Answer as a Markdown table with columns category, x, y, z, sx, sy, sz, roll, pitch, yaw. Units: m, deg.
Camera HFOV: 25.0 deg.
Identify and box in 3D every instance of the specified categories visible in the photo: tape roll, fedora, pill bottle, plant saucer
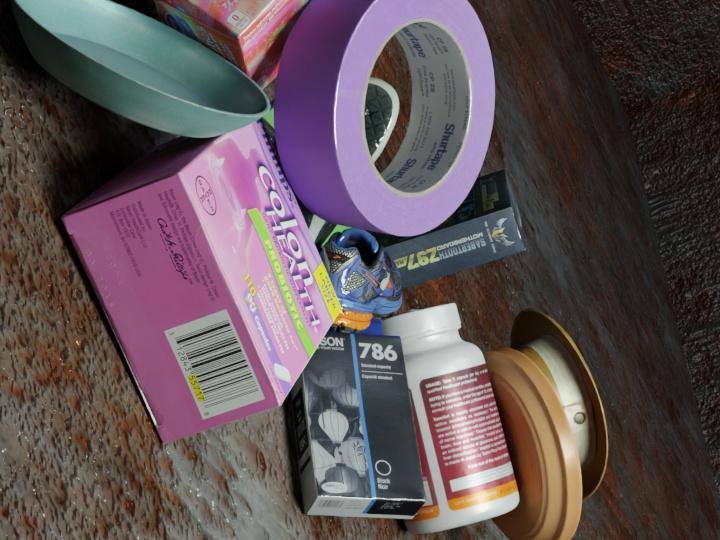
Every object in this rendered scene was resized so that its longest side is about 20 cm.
| category | x | y | z | sx | sy | sz | roll | pitch | yaw |
| --- | --- | --- | --- | --- | --- | --- | --- | --- | --- |
| tape roll | 0.022 | -0.130 | 1.277 | 0.199 | 0.065 | 0.202 | -13 | 107 | -48 |
| fedora | 0.173 | 0.142 | 1.634 | 0.200 | 0.081 | 0.202 | 163 | -90 | -71 |
| pill bottle | 0.074 | 0.137 | 1.529 | 0.113 | 0.112 | 0.201 | -3 | 79 | -72 |
| plant saucer | 0.146 | 0.175 | 1.563 | 0.200 | 0.032 | 0.202 | 42 | -41 | 52 |
| plant saucer | -0.160 | -0.144 | 1.150 | 0.199 | 0.036 | 0.200 | 26 | 16 | -8 |

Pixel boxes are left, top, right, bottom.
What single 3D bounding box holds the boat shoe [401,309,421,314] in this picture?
| category | x | y | z | sx | sy | sz | roll | pitch | yaw |
| --- | --- | --- | --- | --- | --- | --- | --- | --- | --- |
| boat shoe | 0.085 | 0.137 | 1.677 | 0.201 | 0.068 | 0.057 | 62 | 22 | -4 |

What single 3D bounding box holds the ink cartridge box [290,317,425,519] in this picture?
| category | x | y | z | sx | sy | sz | roll | pitch | yaw |
| --- | --- | --- | --- | --- | --- | --- | --- | --- | --- |
| ink cartridge box | -0.008 | 0.111 | 1.373 | 0.099 | 0.039 | 0.201 | 4 | 54 | -21 |

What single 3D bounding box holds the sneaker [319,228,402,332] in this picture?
| category | x | y | z | sx | sy | sz | roll | pitch | yaw |
| --- | --- | --- | --- | --- | --- | --- | --- | --- | --- |
| sneaker | 0.000 | 0.000 | 1.445 | 0.200 | 0.075 | 0.079 | -46 | 147 | -77 |

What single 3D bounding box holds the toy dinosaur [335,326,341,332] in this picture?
| category | x | y | z | sx | sy | sz | roll | pitch | yaw |
| --- | --- | --- | --- | --- | --- | --- | --- | --- | --- |
| toy dinosaur | -0.007 | 0.128 | 1.445 | 0.106 | 0.060 | 0.201 | 155 | -79 | -84 |

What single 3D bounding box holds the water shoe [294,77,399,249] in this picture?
| category | x | y | z | sx | sy | sz | roll | pitch | yaw |
| --- | --- | --- | --- | --- | --- | --- | --- | --- | --- |
| water shoe | -0.035 | -0.079 | 1.382 | 0.071 | 0.200 | 0.079 | 37 | 11 | 6 |

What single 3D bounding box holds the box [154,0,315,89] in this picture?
| category | x | y | z | sx | sy | sz | roll | pitch | yaw |
| --- | --- | --- | --- | --- | --- | --- | --- | --- | --- |
| box | -0.061 | -0.251 | 1.266 | 0.102 | 0.200 | 0.095 | 37 | -17 | 18 |

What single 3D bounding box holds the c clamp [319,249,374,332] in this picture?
| category | x | y | z | sx | sy | sz | roll | pitch | yaw |
| --- | --- | --- | --- | --- | --- | --- | --- | --- | --- |
| c clamp | -0.007 | 0.006 | 1.598 | 0.171 | 0.027 | 0.201 | 47 | 28 | -52 |

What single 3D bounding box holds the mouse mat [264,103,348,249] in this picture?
| category | x | y | z | sx | sy | sz | roll | pitch | yaw |
| --- | --- | --- | --- | --- | --- | --- | --- | --- | --- |
| mouse mat | -0.045 | -0.095 | 1.593 | 0.161 | 0.008 | 0.200 | 58 | 20 | -9 |

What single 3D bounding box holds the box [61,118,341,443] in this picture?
| category | x | y | z | sx | sy | sz | roll | pitch | yaw |
| --- | --- | --- | --- | --- | --- | --- | --- | --- | --- |
| box | -0.107 | -0.002 | 1.183 | 0.200 | 0.096 | 0.177 | -57 | 126 | -69 |

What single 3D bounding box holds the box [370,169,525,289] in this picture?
| category | x | y | z | sx | sy | sz | roll | pitch | yaw |
| --- | --- | --- | --- | --- | --- | --- | --- | --- | --- |
| box | 0.084 | -0.040 | 1.648 | 0.200 | 0.157 | 0.051 | -81 | 152 | -75 |

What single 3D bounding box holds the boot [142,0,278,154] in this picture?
| category | x | y | z | sx | sy | sz | roll | pitch | yaw |
| --- | --- | --- | --- | --- | --- | --- | --- | --- | --- |
| boot | -0.121 | -0.160 | 1.386 | 0.200 | 0.067 | 0.131 | 53 | 18 | -46 |
